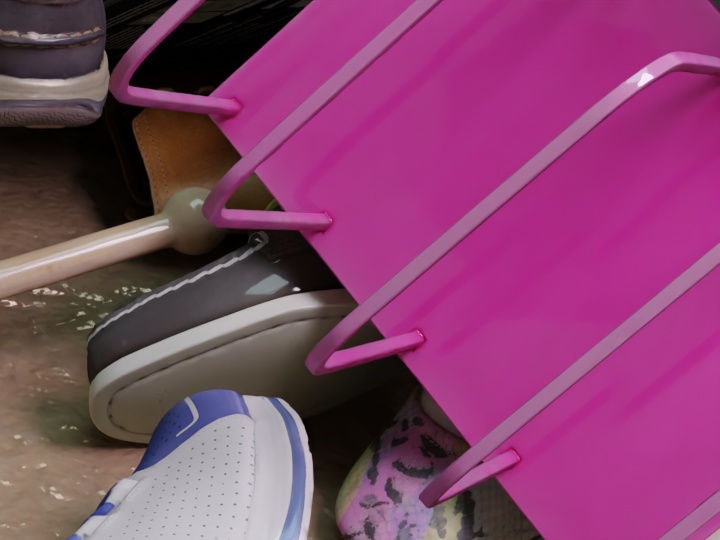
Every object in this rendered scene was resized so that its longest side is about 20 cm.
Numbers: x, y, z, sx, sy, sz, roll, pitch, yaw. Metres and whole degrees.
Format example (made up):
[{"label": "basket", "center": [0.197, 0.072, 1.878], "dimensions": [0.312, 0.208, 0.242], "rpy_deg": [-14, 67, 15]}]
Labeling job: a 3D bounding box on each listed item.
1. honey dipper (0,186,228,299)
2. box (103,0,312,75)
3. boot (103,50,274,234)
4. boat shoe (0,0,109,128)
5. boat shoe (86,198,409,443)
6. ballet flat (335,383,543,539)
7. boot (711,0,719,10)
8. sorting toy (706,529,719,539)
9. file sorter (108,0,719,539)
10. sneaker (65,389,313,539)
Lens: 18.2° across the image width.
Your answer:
[{"label": "honey dipper", "center": [-0.133, 0.007, 0.703], "dimensions": [0.200, 0.038, 0.038], "rpy_deg": [-20, 42, -23]}, {"label": "box", "center": [-0.058, -0.130, 0.853], "dimensions": [0.163, 0.086, 0.200], "rpy_deg": [-7, -2, -32]}, {"label": "boot", "center": [-0.007, -0.024, 0.831], "dimensions": [0.144, 0.071, 0.201], "rpy_deg": [-10, 33, -25]}, {"label": "boat shoe", "center": [-0.131, -0.123, 0.749], "dimensions": [0.074, 0.073, 0.200], "rpy_deg": [-6, 38, -34]}, {"label": "boat shoe", "center": [0.000, 0.000, 0.739], "dimensions": [0.201, 0.072, 0.061], "rpy_deg": [-17, 62, -14]}, {"label": "ballet flat", "center": [0.073, 0.041, 0.743], "dimensions": [0.200, 0.071, 0.069], "rpy_deg": [-15, 40, -39]}, {"label": "boot", "center": [0.099, -0.116, 0.754], "dimensions": [0.200, 0.072, 0.167], "rpy_deg": [-3, 61, -22]}, {"label": "sorting toy", "center": [0.151, 0.024, 0.688], "dimensions": [0.180, 0.200, 0.107], "rpy_deg": [24, 7, -4]}, {"label": "file sorter", "center": [0.048, -0.017, 0.616], "dimensions": [0.200, 0.139, 0.125], "rpy_deg": [51, 14, 10]}, {"label": "sneaker", "center": [-0.077, 0.096, 0.582], "dimensions": [0.115, 0.081, 0.200], "rpy_deg": [12, 32, -7]}]
